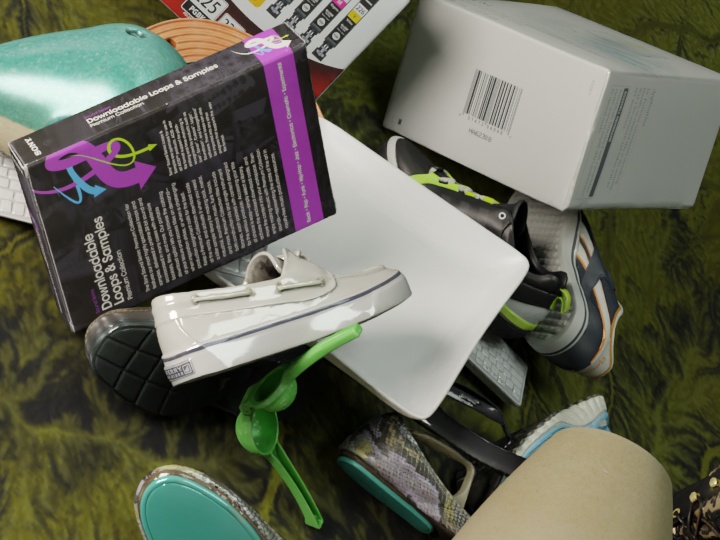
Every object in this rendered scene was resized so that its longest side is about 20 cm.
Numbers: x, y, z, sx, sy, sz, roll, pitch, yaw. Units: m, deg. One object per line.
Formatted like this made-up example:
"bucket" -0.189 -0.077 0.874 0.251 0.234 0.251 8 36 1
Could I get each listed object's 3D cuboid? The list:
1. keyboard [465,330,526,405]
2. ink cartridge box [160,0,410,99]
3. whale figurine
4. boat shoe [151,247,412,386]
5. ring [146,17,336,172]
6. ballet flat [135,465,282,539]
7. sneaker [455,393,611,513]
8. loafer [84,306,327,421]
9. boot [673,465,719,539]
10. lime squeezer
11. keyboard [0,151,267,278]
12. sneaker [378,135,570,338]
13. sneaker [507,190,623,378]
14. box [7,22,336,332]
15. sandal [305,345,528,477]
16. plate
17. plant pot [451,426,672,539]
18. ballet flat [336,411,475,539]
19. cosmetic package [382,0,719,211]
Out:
"keyboard" 0.060 0.027 1.748 0.200 0.011 0.056 44 36 -17
"ink cartridge box" -0.065 -0.248 1.678 0.200 0.176 0.084 41 9 -18
"whale figurine" -0.198 -0.121 1.467 0.199 0.104 0.159 16 24 -18
"boat shoe" -0.052 0.019 1.447 0.199 0.072 0.066 -18 89 -35
"ring" -0.106 -0.087 1.608 0.199 0.019 0.202 14 64 -30
"ballet flat" -0.069 0.196 1.422 0.200 0.072 0.072 47 36 -13
"sneaker" 0.150 0.158 1.706 0.200 0.078 0.090 -18 79 -54
"loafer" -0.113 0.053 1.495 0.199 0.073 0.072 17 27 -48
"boot" 0.230 0.211 1.691 0.199 0.150 0.074 -13 72 -53
"lime squeezer" -0.048 0.097 1.465 0.070 0.201 0.038 31 47 19
"keyboard" -0.156 -0.038 1.496 0.199 0.011 0.057 14 46 -16
"sneaker" 0.097 -0.039 1.776 0.200 0.083 0.072 53 22 10
"sneaker" 0.167 0.008 1.847 0.079 0.078 0.201 40 33 -35
"box" -0.118 -0.059 1.434 0.199 0.144 0.036 -26 44 -17
"sandal" 0.050 0.090 1.594 0.199 0.043 0.076 33 -4 3
"plate" 0.000 0.000 1.576 0.199 0.032 0.200 34 44 4
"plant pot" 0.132 0.212 1.495 0.187 0.187 0.201 41 56 -20
"ballet flat" 0.071 0.177 1.591 0.200 0.072 0.072 47 36 -11
"cosmetic package" 0.165 -0.140 1.844 0.199 0.124 0.199 28 17 34
